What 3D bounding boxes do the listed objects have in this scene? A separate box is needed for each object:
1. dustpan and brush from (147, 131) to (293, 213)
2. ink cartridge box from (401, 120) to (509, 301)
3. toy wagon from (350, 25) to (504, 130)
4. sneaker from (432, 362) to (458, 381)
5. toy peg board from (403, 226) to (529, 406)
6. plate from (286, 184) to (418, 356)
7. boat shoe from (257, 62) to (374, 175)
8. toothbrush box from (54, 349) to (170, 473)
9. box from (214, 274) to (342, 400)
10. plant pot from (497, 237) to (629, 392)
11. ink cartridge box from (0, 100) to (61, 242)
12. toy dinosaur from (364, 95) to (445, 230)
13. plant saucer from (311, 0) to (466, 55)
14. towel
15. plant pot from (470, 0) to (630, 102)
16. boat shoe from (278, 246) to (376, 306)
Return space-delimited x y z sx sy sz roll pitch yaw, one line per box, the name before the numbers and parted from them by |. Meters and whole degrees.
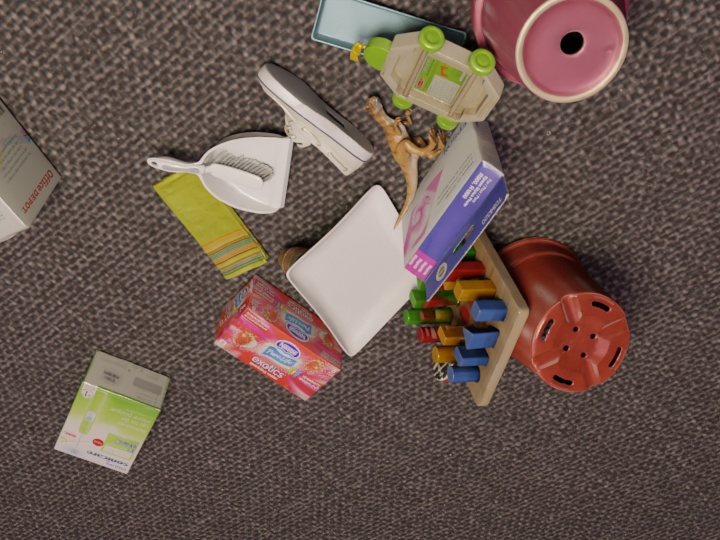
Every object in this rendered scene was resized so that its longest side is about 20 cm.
dustpan and brush | -0.206 -0.148 1.101 0.197 0.058 0.141 14 134 0
ink cartridge box | 0.122 -0.093 1.053 0.043 0.201 0.197 24 123 -16
toy wagon | 0.084 -0.257 0.979 0.198 0.040 0.155 24 160 -4
sneaker | 0.210 0.138 1.299 0.085 0.078 0.200 35 120 -28
toy peg board | 0.145 0.068 1.154 0.096 0.200 0.202 0 130 -17
plate | 0.000 0.000 1.173 0.200 0.032 0.200 -44 124 -12
boat shoe | -0.073 -0.204 1.060 0.199 0.071 0.070 34 117 -29
toothbrush box | -0.457 0.263 1.395 0.144 0.087 0.201 25 124 -16
box | -0.134 0.114 1.272 0.199 0.096 0.100 37 118 -23
plant pot | 0.290 0.073 1.136 0.198 0.195 0.204 -3 107 -8
ink cartridge box | -0.555 -0.146 1.060 0.143 0.146 0.201 -21 123 16
toy dinosaur | 0.069 -0.169 1.097 0.105 0.061 0.202 -10 117 26
plant saucer | 0.037 -0.314 1.006 0.197 0.019 0.071 15 126 -9
towel | -0.232 -0.072 1.188 0.085 0.018 0.201 -25 122 17
plant pot | 0.236 -0.299 0.913 0.197 0.180 0.202 1 127 1
boat shoe | -0.040 0.005 1.213 0.199 0.068 0.073 26 88 -35
